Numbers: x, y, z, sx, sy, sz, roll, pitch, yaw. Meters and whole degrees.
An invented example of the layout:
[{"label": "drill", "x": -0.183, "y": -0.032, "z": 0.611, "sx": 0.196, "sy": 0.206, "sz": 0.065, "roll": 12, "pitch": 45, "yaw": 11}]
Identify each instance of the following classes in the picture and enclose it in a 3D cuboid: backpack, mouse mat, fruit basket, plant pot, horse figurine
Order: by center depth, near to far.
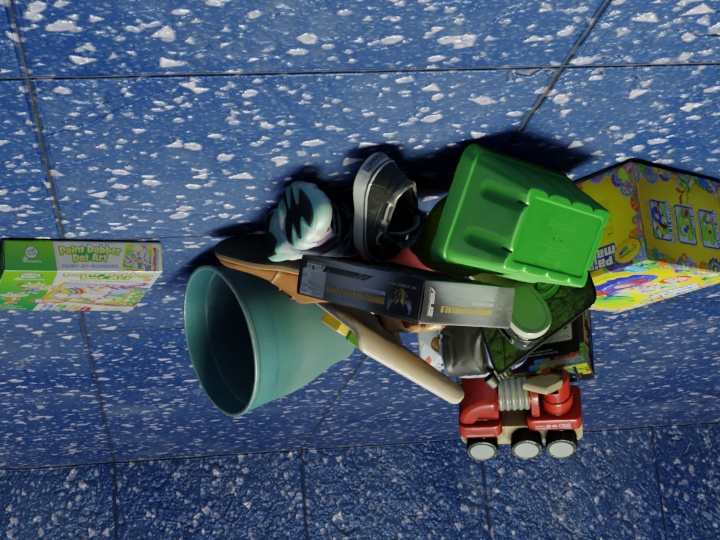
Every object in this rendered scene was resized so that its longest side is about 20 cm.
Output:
[{"label": "fruit basket", "x": 0.147, "y": -0.055, "z": 1.555, "sx": 0.213, "sy": 0.157, "sz": 0.216, "roll": 19, "pitch": -173, "yaw": -2}, {"label": "mouse mat", "x": 0.201, "y": 0.014, "z": 1.676, "sx": 0.007, "sy": 0.162, "sz": 0.200, "roll": 4, "pitch": 148, "yaw": -37}, {"label": "horse figurine", "x": 0.074, "y": 0.046, "z": 1.736, "sx": 0.132, "sy": 0.050, "sz": 0.199, "roll": -27, "pitch": -162, "yaw": -28}, {"label": "plant pot", "x": -0.111, "y": 0.075, "z": 1.848, "sx": 0.186, "sy": 0.202, "sz": 0.200, "roll": -13, "pitch": 171, "yaw": -31}, {"label": "backpack", "x": 0.161, "y": 0.062, "z": 1.890, "sx": 0.153, "sy": 0.203, "sz": 0.190, "roll": -6, "pitch": 175, "yaw": 32}]

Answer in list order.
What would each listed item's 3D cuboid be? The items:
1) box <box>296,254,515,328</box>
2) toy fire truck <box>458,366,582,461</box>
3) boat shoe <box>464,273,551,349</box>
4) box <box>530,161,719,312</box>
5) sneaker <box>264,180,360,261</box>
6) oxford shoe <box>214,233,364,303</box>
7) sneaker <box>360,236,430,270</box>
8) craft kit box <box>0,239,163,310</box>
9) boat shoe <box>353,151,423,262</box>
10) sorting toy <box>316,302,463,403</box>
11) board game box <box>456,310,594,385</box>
[{"label": "box", "x": 0.050, "y": 0.023, "z": 1.558, "sx": 0.199, "sy": 0.049, "sz": 0.157, "roll": 13, "pitch": -175, "yaw": 44}, {"label": "toy fire truck", "x": 0.220, "y": 0.181, "z": 1.918, "sx": 0.174, "sy": 0.130, "sz": 0.201, "roll": -2, "pitch": 136, "yaw": 9}, {"label": "boat shoe", "x": 0.161, "y": 0.012, "z": 1.660, "sx": 0.074, "sy": 0.200, "sz": 0.066, "roll": -27, "pitch": 152, "yaw": -20}, {"label": "box", "x": 0.325, "y": -0.035, "z": 1.688, "sx": 0.191, "sy": 0.124, "sz": 0.199, "roll": 6, "pitch": 162, "yaw": -40}, {"label": "sneaker", "x": -0.026, "y": -0.058, "z": 1.595, "sx": 0.138, "sy": 0.079, "sz": 0.200, "roll": -2, "pitch": 174, "yaw": -17}, {"label": "oxford shoe", "x": -0.091, "y": 0.005, "z": 1.695, "sx": 0.198, "sy": 0.072, "sz": 0.071, "roll": 14, "pitch": -144, "yaw": 18}, {"label": "sneaker", "x": 0.000, "y": 0.000, "z": 1.717, "sx": 0.198, "sy": 0.088, "sz": 0.074, "roll": -11, "pitch": 162, "yaw": 19}, {"label": "craft kit box", "x": -0.372, "y": 0.008, "z": 1.775, "sx": 0.198, "sy": 0.049, "sz": 0.197, "roll": 0, "pitch": 161, "yaw": -20}, {"label": "boat shoe", "x": 0.033, "y": -0.054, "z": 1.535, "sx": 0.071, "sy": 0.063, "sz": 0.200, "roll": -47, "pitch": 159, "yaw": -15}, {"label": "sorting toy", "x": 0.022, "y": 0.093, "z": 1.748, "sx": 0.184, "sy": 0.037, "sz": 0.200, "roll": 31, "pitch": -174, "yaw": -32}, {"label": "board game box", "x": 0.240, "y": 0.089, "z": 2.024, "sx": 0.198, "sy": 0.167, "sz": 0.057, "roll": -10, "pitch": 147, "yaw": 21}]
